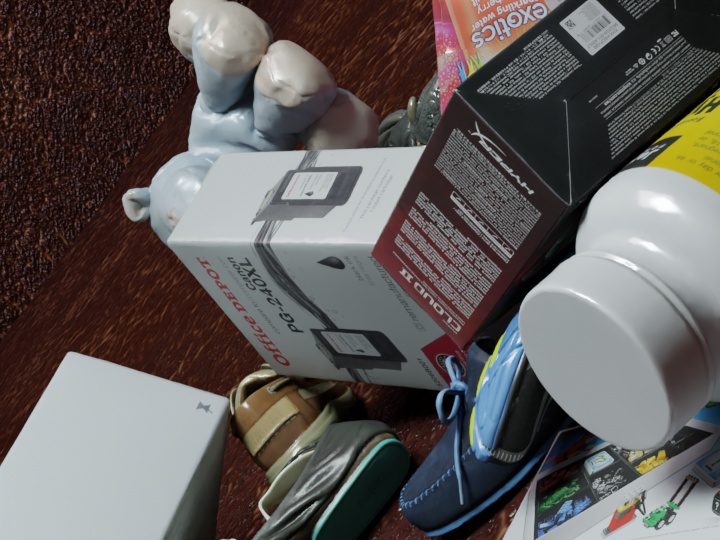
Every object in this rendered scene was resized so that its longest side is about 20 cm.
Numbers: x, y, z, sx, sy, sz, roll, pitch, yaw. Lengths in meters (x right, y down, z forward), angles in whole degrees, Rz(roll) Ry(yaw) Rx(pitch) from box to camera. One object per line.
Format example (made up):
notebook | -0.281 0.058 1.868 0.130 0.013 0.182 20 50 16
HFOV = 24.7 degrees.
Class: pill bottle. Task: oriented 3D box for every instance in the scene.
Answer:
pill bottle | 0.163 -0.014 0.705 0.200 0.112 0.111 -38 9 -27

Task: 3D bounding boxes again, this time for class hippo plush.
hippo plush | -0.104 -0.093 1.164 0.161 0.159 0.200 -53 27 -3

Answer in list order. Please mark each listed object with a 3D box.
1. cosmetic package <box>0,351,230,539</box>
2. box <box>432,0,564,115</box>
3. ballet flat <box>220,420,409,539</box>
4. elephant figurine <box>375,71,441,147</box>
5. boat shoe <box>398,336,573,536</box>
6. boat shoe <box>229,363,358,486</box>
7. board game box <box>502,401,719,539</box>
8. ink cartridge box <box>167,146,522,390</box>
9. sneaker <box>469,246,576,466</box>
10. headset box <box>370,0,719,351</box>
cosmetic package | -0.177 0.200 1.075 0.200 0.122 0.201 -67 -8 -47
box | 0.120 -0.128 1.011 0.099 0.096 0.200 -3 4 19
ballet flat | -0.046 0.174 1.024 0.068 0.068 0.200 18 58 42
elephant figurine | 0.048 -0.069 1.224 0.201 0.141 0.155 -58 31 -7
boat shoe | 0.085 0.059 0.926 0.200 0.069 0.084 -49 15 4
boat shoe | -0.051 0.097 1.162 0.076 0.074 0.200 -47 1 1
board game box | 0.132 0.112 0.729 0.200 0.035 0.126 -26 27 57
ink cartridge box | 0.000 0.000 1.032 0.199 0.145 0.084 1 51 40
sneaker | 0.128 0.027 0.816 0.199 0.083 0.071 -41 -12 -29
headset box | 0.094 -0.056 0.808 0.149 0.077 0.200 -39 -11 -25
